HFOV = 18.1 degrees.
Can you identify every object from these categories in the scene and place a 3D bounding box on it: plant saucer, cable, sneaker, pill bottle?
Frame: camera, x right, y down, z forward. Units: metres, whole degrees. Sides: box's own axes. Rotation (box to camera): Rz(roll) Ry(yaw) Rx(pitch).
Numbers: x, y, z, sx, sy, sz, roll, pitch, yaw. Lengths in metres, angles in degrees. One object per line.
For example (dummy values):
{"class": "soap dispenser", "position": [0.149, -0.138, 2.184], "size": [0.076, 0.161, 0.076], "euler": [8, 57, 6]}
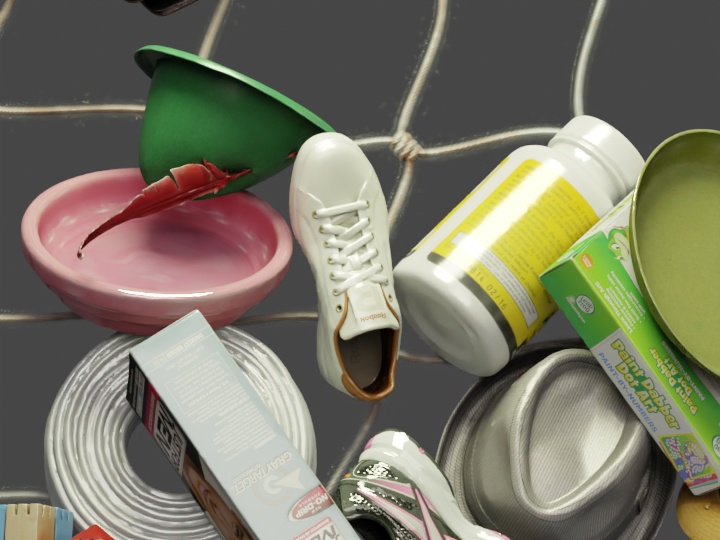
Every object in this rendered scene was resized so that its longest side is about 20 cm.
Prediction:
{"class": "plant saucer", "position": [-0.150, -0.010, 1.663], "size": [0.200, 0.051, 0.201], "euler": [5, 29, -3]}
{"class": "cable", "position": [-0.129, 0.132, 1.639], "size": [0.200, 0.069, 0.200], "euler": [-40, 77, -19]}
{"class": "plant saucer", "position": [0.265, -0.004, 1.646], "size": [0.200, 0.031, 0.201], "euler": [16, 62, -31]}
{"class": "sneaker", "position": [0.000, 0.000, 1.645], "size": [0.073, 0.085, 0.201], "euler": [-15, 107, -17]}
{"class": "sneaker", "position": [0.053, 0.215, 1.604], "size": [0.200, 0.080, 0.086], "euler": [45, 58, 6]}
{"class": "pill bottle", "position": [0.126, -0.024, 1.706], "size": [0.111, 0.111, 0.200], "euler": [41, 70, 11]}

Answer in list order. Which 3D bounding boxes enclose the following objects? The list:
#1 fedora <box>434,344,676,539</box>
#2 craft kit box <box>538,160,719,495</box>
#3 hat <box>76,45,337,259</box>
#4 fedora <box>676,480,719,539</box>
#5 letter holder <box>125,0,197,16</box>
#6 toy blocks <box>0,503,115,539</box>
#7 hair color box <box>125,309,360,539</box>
{"class": "fedora", "position": [0.148, 0.136, 1.653], "size": [0.177, 0.090, 0.200], "euler": [32, 68, 8]}
{"class": "craft kit box", "position": [0.252, 0.030, 1.667], "size": [0.200, 0.048, 0.197], "euler": [54, 47, -4]}
{"class": "hat", "position": [-0.131, -0.056, 1.676], "size": [0.200, 0.165, 0.177], "euler": [29, 79, -33]}
{"class": "fedora", "position": [0.330, 0.172, 1.645], "size": [0.200, 0.201, 0.082], "euler": [-27, 114, -16]}
{"class": "letter holder", "position": [-0.204, -0.301, 1.796], "size": [0.142, 0.101, 0.200], "euler": [-28, 73, -14]}
{"class": "toy blocks", "position": [-0.235, 0.221, 1.557], "size": [0.199, 0.100, 0.137], "euler": [-3, 76, 21]}
{"class": "hair color box", "position": [-0.083, 0.136, 1.552], "size": [0.061, 0.099, 0.200], "euler": [-32, 75, -18]}
